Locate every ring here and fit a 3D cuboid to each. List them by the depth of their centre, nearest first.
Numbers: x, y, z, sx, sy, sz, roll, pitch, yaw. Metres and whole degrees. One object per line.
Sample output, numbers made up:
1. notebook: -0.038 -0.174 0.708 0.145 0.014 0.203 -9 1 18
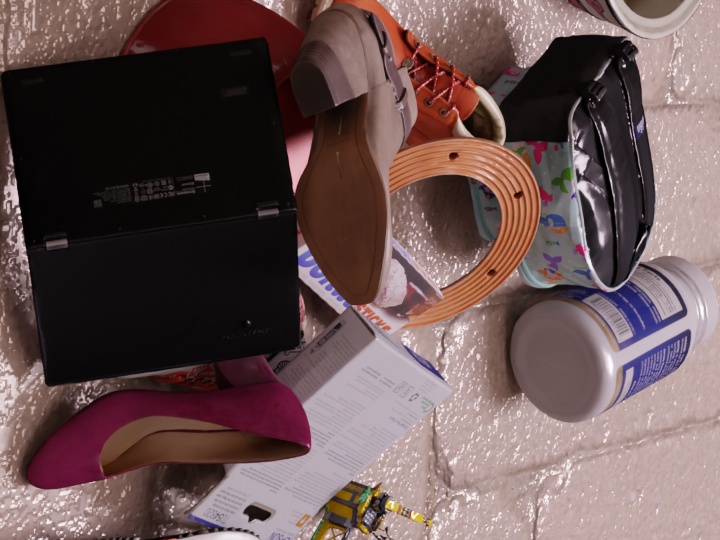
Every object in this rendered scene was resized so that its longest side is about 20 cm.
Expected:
1. ring: 0.053 -0.031 1.744 0.199 0.019 0.201 -13 133 -14

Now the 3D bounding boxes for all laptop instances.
1. laptop: -0.144 -0.040 1.502 0.186 0.116 0.201 -8 77 -10

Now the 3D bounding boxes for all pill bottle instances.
1. pill bottle: 0.240 0.058 1.984 0.200 0.115 0.116 -22 116 -44

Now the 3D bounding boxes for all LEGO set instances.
1. LEGO set: 0.030 0.276 1.779 0.154 0.115 0.200 -53 140 -27

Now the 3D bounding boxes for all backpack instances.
1. backpack: 0.179 -0.083 1.844 0.178 0.150 0.201 -52 130 -47

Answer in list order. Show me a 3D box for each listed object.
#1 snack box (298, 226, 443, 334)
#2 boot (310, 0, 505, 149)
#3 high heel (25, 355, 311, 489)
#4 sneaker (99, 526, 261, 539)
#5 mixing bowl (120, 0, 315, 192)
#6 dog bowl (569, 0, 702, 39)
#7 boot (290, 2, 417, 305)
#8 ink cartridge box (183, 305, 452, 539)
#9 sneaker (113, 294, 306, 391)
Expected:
1. snack box: 0.000 0.000 1.683 0.072 0.024 0.200 -33 151 8
2. boot: 0.042 -0.159 1.710 0.200 0.107 0.075 45 67 -43
3. high heel: -0.137 0.128 1.532 0.199 0.096 0.068 -27 142 -9
4. sneaker: -0.150 0.245 1.592 0.199 0.070 0.094 2 75 -45
5. mixing bowl: -0.080 -0.106 1.579 0.200 0.108 0.201 -16 111 -46
6. dog bowl: 0.245 -0.312 1.932 0.200 0.074 0.201 -16 112 -46
7. boot: 0.005 -0.091 1.524 0.146 0.070 0.201 -39 121 -64
8. ink cartridge box: -0.038 0.128 1.669 0.200 0.041 0.200 -43 156 3
9. sneaker: -0.112 0.074 1.616 0.201 0.067 0.108 -27 116 -46
